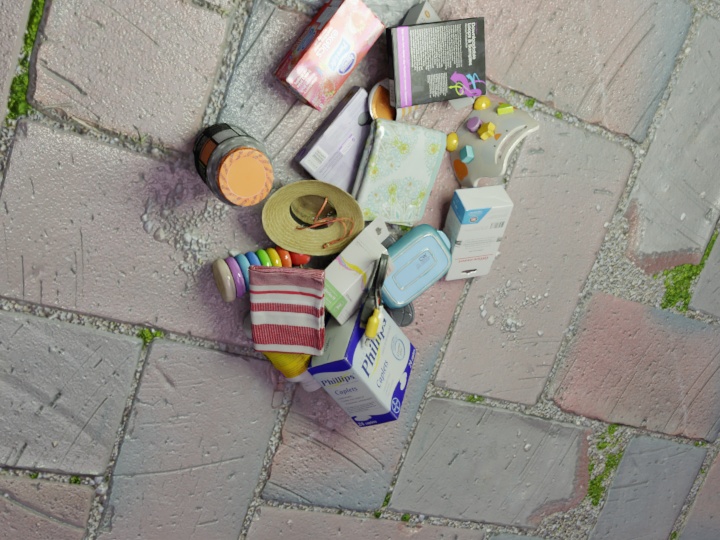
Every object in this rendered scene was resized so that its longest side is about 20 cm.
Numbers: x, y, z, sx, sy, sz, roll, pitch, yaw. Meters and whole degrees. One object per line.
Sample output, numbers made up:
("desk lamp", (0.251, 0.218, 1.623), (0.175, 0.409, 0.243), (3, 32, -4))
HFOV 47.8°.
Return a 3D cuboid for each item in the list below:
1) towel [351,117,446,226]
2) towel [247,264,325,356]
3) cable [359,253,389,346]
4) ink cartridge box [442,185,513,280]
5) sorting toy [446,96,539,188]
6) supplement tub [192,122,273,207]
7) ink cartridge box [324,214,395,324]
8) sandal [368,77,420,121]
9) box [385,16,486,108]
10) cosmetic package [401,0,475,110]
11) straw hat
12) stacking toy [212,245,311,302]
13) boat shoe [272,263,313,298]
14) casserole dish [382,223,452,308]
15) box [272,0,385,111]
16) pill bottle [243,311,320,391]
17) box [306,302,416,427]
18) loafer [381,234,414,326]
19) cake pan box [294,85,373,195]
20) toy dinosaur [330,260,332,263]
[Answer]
("towel", (0.073, -0.187, 1.593), (0.168, 0.048, 0.204), (2, 113, -37))
("towel", (-0.137, 0.079, 1.517), (0.141, 0.023, 0.203), (4, 126, 2))
("cable", (0.039, 0.044, 1.554), (0.049, 0.098, 0.203), (19, 125, 1))
("ink cartridge box", (0.237, -0.078, 1.723), (0.113, 0.067, 0.202), (-7, 137, -20))
("sorting toy", (0.276, -0.260, 1.635), (0.106, 0.180, 0.201), (38, 91, -29))
("supplement tub", (-0.224, -0.186, 1.442), (0.120, 0.200, 0.125), (-8, 112, -19))
("ink cartridge box", (0.000, 0.000, 1.582), (0.200, 0.067, 0.117), (-46, 159, -4))
("sandal", (0.099, -0.353, 1.570), (0.206, 0.059, 0.080), (-38, 113, -26))
("box", (0.144, -0.390, 1.520), (0.196, 0.036, 0.146), (-12, 111, -19))
("cosmetic package", (0.159, -0.418, 1.584), (0.200, 0.050, 0.084), (45, 48, -29))
("straw hat", (-0.091, -0.124, 1.554), (0.196, 0.086, 0.203), (-2, 137, -2))
("stacking toy", (-0.187, -0.010, 1.596), (0.197, 0.085, 0.087), (-21, 115, -22))
("boat shoe", (-0.119, 0.022, 1.595), (0.074, 0.074, 0.199), (-59, 156, 11))
("casserole dish", (0.107, -0.005, 1.668), (0.199, 0.039, 0.122), (-38, 106, -5))
("box", (-0.059, -0.403, 1.491), (0.095, 0.100, 0.201), (37, 91, -28))
("pill bottle", (-0.143, 0.154, 1.650), (0.104, 0.104, 0.201), (-40, 118, -5))
("box", (0.008, 0.182, 1.669), (0.103, 0.186, 0.201), (-17, 127, 35))
("loafer", (0.070, 0.017, 1.723), (0.070, 0.063, 0.204), (-13, 102, 11))
("cake pan box", (-0.008, -0.227, 1.603), (0.184, 0.052, 0.201), (39, 90, -27))
("toy dinosaur", (-0.013, 0.005, 1.678), (0.086, 0.048, 0.204), (-14, 107, -5))
